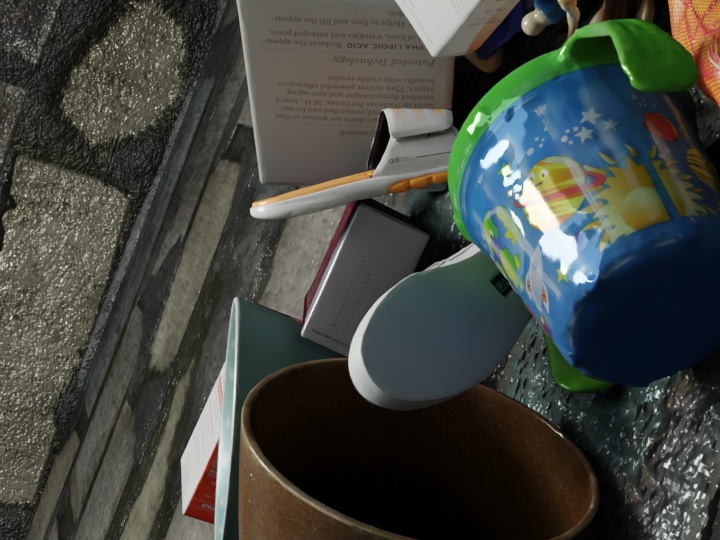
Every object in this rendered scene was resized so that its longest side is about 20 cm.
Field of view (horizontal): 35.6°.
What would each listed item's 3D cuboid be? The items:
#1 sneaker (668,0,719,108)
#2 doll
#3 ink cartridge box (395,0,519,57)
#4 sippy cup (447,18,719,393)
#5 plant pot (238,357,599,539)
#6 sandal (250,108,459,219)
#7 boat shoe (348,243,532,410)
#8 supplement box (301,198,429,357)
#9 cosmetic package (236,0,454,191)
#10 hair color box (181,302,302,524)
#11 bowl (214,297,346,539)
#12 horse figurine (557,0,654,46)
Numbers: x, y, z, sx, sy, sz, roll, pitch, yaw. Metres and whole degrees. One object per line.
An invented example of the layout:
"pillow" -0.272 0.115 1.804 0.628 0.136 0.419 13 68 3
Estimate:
"sneaker" 0.194 -0.111 0.558 0.201 0.072 0.078 -83 1 -46
"doll" 0.143 -0.219 0.816 0.137 0.048 0.200 -65 16 -21
"ink cartridge box" 0.068 -0.254 0.666 0.200 0.050 0.163 -44 72 42
"sippy cup" 0.124 -0.020 0.550 0.139 0.178 0.131 -33 41 13
"plant pot" 0.011 0.179 0.603 0.187 0.185 0.202 -115 35 -65
"sandal" 0.015 -0.086 0.818 0.079 0.204 0.060 -155 50 -76
"boat shoe" 0.056 0.024 0.658 0.200 0.071 0.070 -40 -3 -40
"supplement box" 0.000 0.000 0.903 0.200 0.060 0.110 -106 41 -82
"cosmetic package" -0.004 -0.194 0.918 0.201 0.163 0.166 87 -174 -51
"hair color box" -0.120 0.149 1.155 0.111 0.063 0.202 -114 46 -67
"bowl" -0.056 0.125 0.884 0.201 0.104 0.203 -176 90 -81
"horse figurine" 0.136 -0.117 0.652 0.133 0.049 0.201 83 -150 -45
